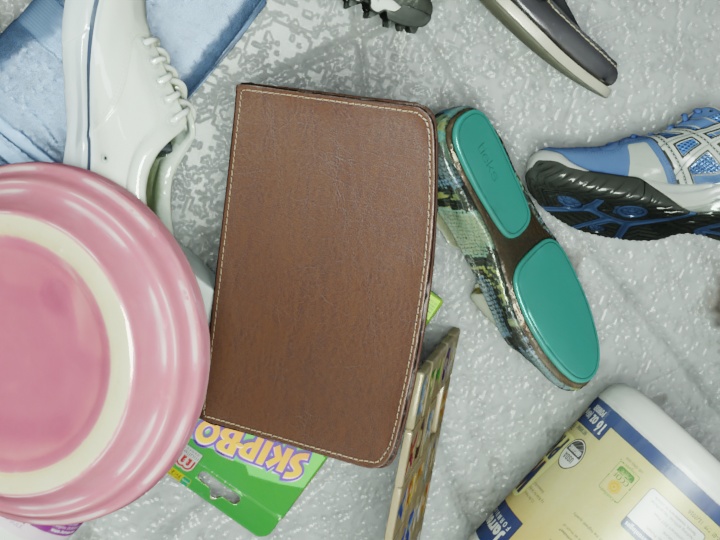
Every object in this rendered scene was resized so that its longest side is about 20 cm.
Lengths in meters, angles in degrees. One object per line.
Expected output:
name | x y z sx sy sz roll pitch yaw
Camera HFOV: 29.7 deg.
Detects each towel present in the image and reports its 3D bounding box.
towel | -0.154 -0.135 0.835 0.112 0.049 0.200 41 93 -12

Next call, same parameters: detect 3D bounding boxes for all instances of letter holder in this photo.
letter holder | 0.000 0.000 0.797 0.141 0.100 0.202 11 98 32

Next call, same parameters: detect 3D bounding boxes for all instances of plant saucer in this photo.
plant saucer | -0.181 0.043 0.738 0.199 0.051 0.203 2 95 17

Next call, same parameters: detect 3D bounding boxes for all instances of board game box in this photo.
board game box | -0.042 0.071 0.897 0.095 0.030 0.201 36 90 -10

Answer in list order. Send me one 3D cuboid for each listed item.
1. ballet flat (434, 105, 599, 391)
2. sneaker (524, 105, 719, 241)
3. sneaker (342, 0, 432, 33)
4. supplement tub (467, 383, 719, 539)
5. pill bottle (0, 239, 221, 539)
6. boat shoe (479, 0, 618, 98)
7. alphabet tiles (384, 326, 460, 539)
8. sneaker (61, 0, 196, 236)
ballet flat | 0.091 -0.012 0.886 0.074 0.074 0.201 -25 98 -3
sneaker | 0.205 -0.065 0.896 0.198 0.076 0.078 5 73 -7
sneaker | -0.025 -0.228 0.827 0.199 0.066 0.091 35 96 -10
supplement tub | 0.154 0.190 0.886 0.144 0.144 0.200 42 92 -13
pill bottle | -0.169 0.069 0.835 0.112 0.112 0.200 40 92 -13
boat shoe | 0.098 -0.191 0.849 0.200 0.073 0.063 43 95 -8
alphabet tiles | 0.032 0.145 0.853 0.007 0.167 0.202 11 99 9
sneaker | -0.127 -0.095 0.774 0.070 0.073 0.202 3 95 9
